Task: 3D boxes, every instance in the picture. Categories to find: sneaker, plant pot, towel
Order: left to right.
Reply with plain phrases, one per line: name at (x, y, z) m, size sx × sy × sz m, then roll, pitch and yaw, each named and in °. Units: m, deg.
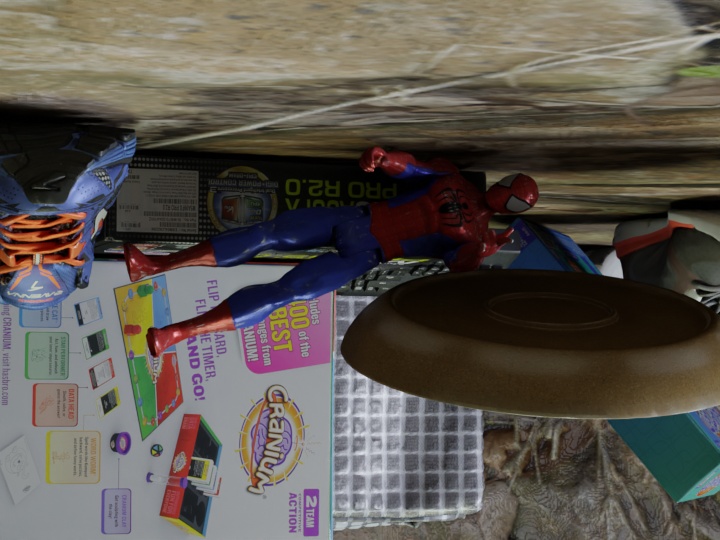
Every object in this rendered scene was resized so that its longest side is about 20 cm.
sneaker at (-0.138, -0.023, 0.966) m, size 0.075 × 0.079 × 0.200 m, roll 0°, pitch 176°, yaw -9°
towel at (-0.002, 0.068, 1.400) m, size 0.164 × 0.202 × 0.085 m, roll 1°, pitch 175°, yaw -25°
plant pot at (0.089, 0.029, 1.040) m, size 0.198 × 0.028 × 0.200 m, roll 2°, pitch -167°, yaw 0°
sneaker at (0.211, 0.006, 1.325) m, size 0.076 × 0.083 × 0.200 m, roll 1°, pitch 176°, yaw -10°

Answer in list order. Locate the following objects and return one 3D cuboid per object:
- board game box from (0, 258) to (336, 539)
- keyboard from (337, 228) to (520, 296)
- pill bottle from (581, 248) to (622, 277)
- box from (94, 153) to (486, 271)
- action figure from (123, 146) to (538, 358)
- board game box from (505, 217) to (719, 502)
board game box at (-0.112, 0.071, 1.140) m, size 0.198 × 0.155 × 0.040 m, roll 2°, pitch 177°, yaw -18°
keyboard at (0.000, 0.000, 1.306) m, size 0.198 × 0.040 × 0.104 m, roll 1°, pitch 149°, yaw -21°
pill bottle at (0.112, 0.039, 1.661) m, size 0.199 × 0.107 × 0.106 m, roll -2°, pitch 176°, yaw 31°
box at (-0.053, -0.028, 1.143) m, size 0.198 × 0.045 × 0.160 m, roll 2°, pitch 176°, yaw -19°
action figure at (-0.006, -0.017, 1.012) m, size 0.198 × 0.066 × 0.099 m, roll -16°, pitch 171°, yaw -10°
board game box at (0.168, 0.059, 1.418) m, size 0.045 × 0.200 × 0.152 m, roll -43°, pitch 165°, yaw 10°
